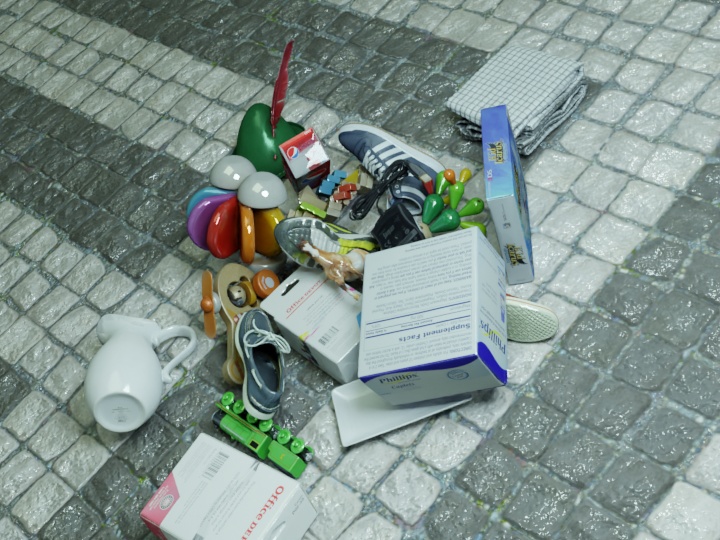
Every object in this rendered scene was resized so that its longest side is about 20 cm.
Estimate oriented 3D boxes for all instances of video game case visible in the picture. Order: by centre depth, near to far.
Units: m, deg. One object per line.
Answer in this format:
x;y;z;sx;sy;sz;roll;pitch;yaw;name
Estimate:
0.223;-0.116;1.615;0.045;0.183;0.202;-10;46;14;video game case

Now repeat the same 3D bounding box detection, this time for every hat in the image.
-0.195;-0.284;1.961;0.163;0.177;0.202;3;51;26;hat

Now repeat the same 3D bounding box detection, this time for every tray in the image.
0.059;0.182;1.530;0.197;0.022;0.108;-21;45;5;tray

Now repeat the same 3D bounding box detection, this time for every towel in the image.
0.270;-0.289;1.828;0.164;0.086;0.200;28;63;38;towel

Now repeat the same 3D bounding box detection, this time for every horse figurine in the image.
0.000;0.000;1.644;0.132;0.198;0.051;34;111;32;horse figurine

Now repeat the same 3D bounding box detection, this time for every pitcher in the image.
-0.345;0.154;1.683;0.168;0.123;0.201;-6;34;-2;pitcher

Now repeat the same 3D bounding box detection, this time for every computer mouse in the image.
0.075;-0.082;1.669;0.141;0.046;0.201;-48;46;10;computer mouse

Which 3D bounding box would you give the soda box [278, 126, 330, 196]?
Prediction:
-0.093;-0.182;1.817;0.069;0.200;0.064;-30;87;-4;soda box

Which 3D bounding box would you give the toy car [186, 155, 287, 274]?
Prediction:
-0.212;-0.080;1.761;0.148;0.178;0.199;-20;34;-33;toy car

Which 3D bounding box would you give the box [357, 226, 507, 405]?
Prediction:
0.102;0.066;1.487;0.181;0.105;0.203;-14;55;27;box

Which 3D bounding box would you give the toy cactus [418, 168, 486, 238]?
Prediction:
0.120;-0.070;1.691;0.163;0.102;0.203;-27;59;19;toy cactus

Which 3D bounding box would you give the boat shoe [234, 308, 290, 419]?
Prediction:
-0.146;0.126;1.588;0.062;0.074;0.202;-53;27;33;boat shoe

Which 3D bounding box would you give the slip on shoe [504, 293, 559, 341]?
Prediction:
0.198;0.053;1.556;0.197;0.075;0.061;10;42;33;slip on shoe

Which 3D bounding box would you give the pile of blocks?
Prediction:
-0.053;-0.124;1.806;0.200;0.082;0.062;-45;5;-19;pile of blocks

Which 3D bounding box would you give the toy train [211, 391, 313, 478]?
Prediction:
-0.147;0.240;1.560;0.198;0.042;0.057;25;74;39;toy train

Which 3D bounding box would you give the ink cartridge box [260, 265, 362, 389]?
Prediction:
-0.050;0.080;1.640;0.115;0.068;0.199;-42;47;-18;ink cartridge box

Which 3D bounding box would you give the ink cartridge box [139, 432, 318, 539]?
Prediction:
-0.179;0.332;1.455;0.198;0.083;0.147;19;59;36;ink cartridge box

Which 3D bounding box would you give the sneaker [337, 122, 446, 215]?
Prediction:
0.038;-0.165;1.785;0.197;0.070;0.110;25;62;4;sneaker

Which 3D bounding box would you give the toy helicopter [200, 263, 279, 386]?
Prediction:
-0.200;0.082;1.676;0.078;0.131;0.204;-27;55;41;toy helicopter

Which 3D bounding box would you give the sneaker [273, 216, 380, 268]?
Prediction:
-0.064;-0.042;1.703;0.084;0.198;0.076;23;96;52;sneaker
